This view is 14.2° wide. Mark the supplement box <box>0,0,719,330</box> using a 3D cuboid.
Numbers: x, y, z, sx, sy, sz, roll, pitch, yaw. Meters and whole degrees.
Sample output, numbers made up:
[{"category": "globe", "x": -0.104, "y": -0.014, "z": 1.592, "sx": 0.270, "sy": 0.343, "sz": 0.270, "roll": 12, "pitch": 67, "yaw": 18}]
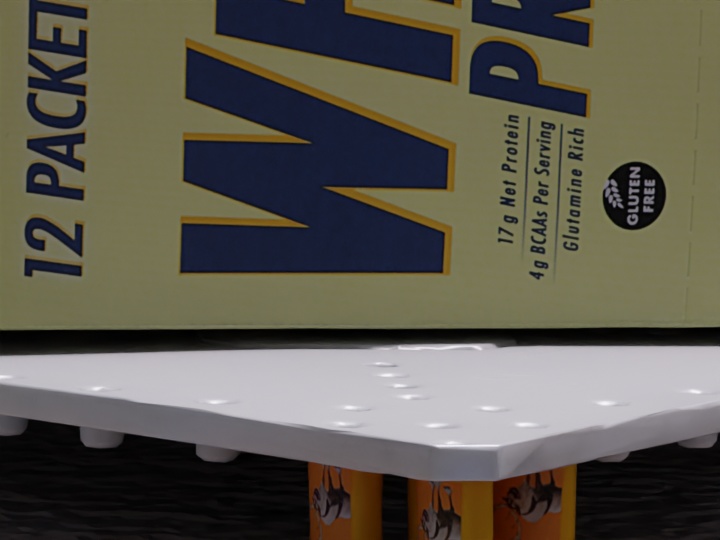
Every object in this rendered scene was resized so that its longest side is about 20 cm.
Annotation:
[{"category": "supplement box", "x": -0.014, "y": -0.065, "z": 0.589, "sx": 0.198, "sy": 0.135, "sz": 0.200, "roll": 0, "pitch": 5, "yaw": -15}]

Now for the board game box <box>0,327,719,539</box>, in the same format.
[{"category": "board game box", "x": -0.003, "y": 0.022, "z": 0.531, "sx": 0.199, "sy": 0.026, "sz": 0.199, "roll": 5, "pitch": 7, "yaw": 37}]
